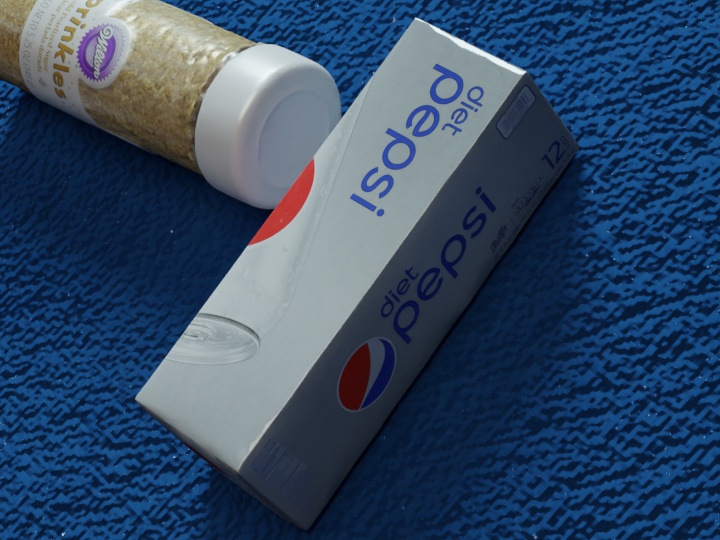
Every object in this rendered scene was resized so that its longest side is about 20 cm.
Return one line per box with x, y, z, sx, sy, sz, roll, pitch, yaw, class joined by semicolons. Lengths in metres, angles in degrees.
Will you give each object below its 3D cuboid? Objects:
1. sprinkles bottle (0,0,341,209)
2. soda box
-0.100;-0.091;1.030;0.199;0.068;0.069;26;78;37;sprinkles bottle
0.000;0.000;0.926;0.068;0.063;0.201;31;81;38;soda box
